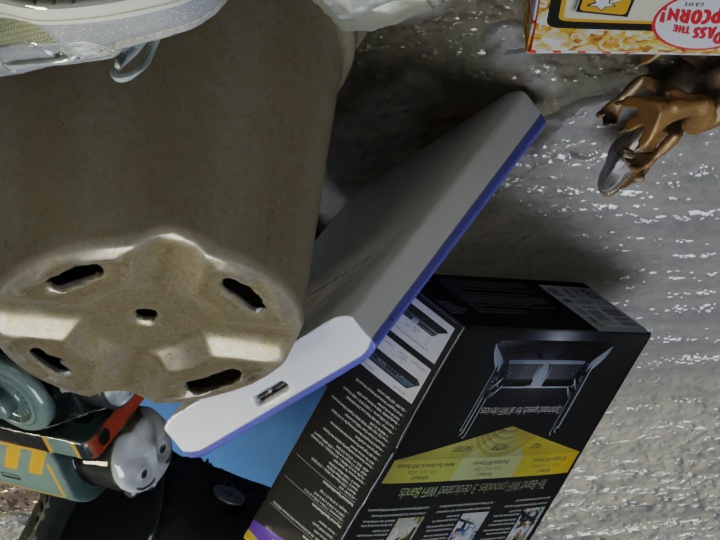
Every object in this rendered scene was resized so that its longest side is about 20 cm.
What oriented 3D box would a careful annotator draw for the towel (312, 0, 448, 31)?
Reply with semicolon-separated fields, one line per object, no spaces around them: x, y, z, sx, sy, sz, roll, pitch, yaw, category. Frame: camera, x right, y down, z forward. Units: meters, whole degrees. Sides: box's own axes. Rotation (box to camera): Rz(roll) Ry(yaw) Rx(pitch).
0.032;-0.163;1.046;0.192;0.035;0.200;-20;149;21;towel

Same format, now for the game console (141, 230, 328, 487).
-0.092;0.075;1.464;0.199;0.117;0.176;-11;147;15;game console

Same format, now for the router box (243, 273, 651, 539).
0.048;0.082;1.396;0.200;0.052;0.158;5;118;-58;router box

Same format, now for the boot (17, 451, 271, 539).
-0.071;0.157;1.403;0.200;0.165;0.066;29;124;-6;boot

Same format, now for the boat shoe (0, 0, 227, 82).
-0.121;-0.109;1.090;0.201;0.075;0.065;-5;142;38;boat shoe

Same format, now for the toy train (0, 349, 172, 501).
-0.179;0.055;1.328;0.199;0.085;0.114;8;138;33;toy train

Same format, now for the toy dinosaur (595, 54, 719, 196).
0.172;-0.093;1.273;0.200;0.061;0.106;-24;166;41;toy dinosaur

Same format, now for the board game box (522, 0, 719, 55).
0.151;-0.164;1.149;0.151;0.046;0.200;1;148;-3;board game box

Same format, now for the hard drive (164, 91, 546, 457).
0.000;0.000;1.283;0.132;0.200;0.025;-32;103;40;hard drive

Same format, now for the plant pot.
-0.092;-0.051;1.197;0.200;0.184;0.201;0;148;0;plant pot
